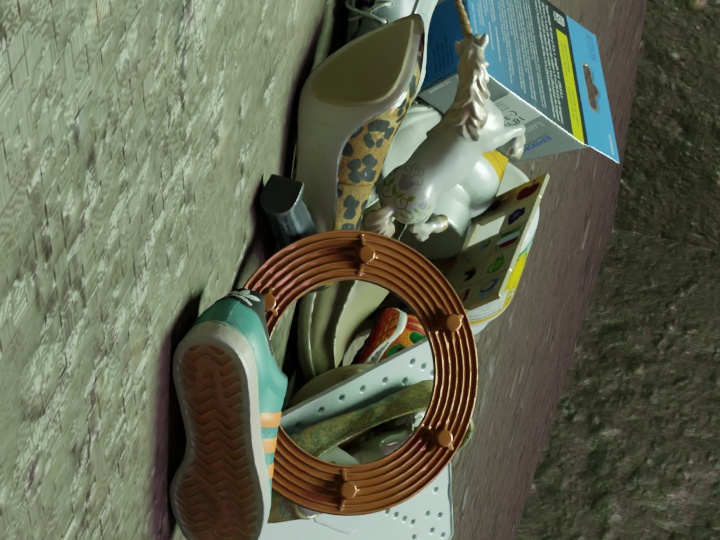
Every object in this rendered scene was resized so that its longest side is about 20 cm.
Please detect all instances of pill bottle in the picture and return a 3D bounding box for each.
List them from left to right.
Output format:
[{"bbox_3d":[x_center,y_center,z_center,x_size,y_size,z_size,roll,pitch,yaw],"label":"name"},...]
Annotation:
[{"bbox_3d":[0.075,-0.114,1.808,0.113,0.113,0.200,85,22,-59],"label":"pill bottle"},{"bbox_3d":[0.099,-0.015,1.979,0.200,0.113,0.113,101,8,-61],"label":"pill bottle"}]

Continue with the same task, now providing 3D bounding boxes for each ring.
[{"bbox_3d":[-0.004,0.071,1.463,0.019,0.200,0.201,-8,-115,66],"label":"ring"}]

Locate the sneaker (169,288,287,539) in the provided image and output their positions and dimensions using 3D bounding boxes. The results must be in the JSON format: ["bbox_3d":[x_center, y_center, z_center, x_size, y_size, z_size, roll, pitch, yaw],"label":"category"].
[{"bbox_3d":[-0.080,0.103,1.389,0.080,0.071,0.200,-56,156,-50],"label":"sneaker"}]

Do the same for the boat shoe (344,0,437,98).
[{"bbox_3d":[0.017,-0.198,1.569,0.072,0.070,0.201,45,58,-54],"label":"boat shoe"}]

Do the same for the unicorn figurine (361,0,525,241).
[{"bbox_3d":[0.067,-0.096,1.555,0.200,0.074,0.137,-61,161,1],"label":"unicorn figurine"}]

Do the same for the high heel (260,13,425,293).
[{"bbox_3d":[-0.004,-0.083,1.528,0.200,0.071,0.143,-56,156,-20],"label":"high heel"}]

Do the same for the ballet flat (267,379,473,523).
[{"bbox_3d":[0.000,0.136,1.509,0.200,0.071,0.071,-23,135,-33],"label":"ballet flat"}]

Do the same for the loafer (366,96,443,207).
[{"bbox_3d":[0.013,-0.099,1.648,0.200,0.070,0.070,-42,150,-58],"label":"loafer"}]

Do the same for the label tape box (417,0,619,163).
[{"bbox_3d":[0.122,-0.170,1.724,0.200,0.063,0.144,30,43,-42],"label":"label tape box"}]

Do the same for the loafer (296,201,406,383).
[{"bbox_3d":[0.000,0.000,1.680,0.076,0.067,0.200,59,45,-74],"label":"loafer"}]

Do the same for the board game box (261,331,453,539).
[{"bbox_3d":[-0.015,0.164,1.577,0.200,0.026,0.200,-26,128,-31],"label":"board game box"}]

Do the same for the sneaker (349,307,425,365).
[{"bbox_3d":[0.011,0.109,1.736,0.200,0.077,0.073,-49,-165,49],"label":"sneaker"}]

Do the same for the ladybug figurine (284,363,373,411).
[{"bbox_3d":[0.003,0.148,1.683,0.200,0.136,0.072,78,3,-53],"label":"ladybug figurine"}]

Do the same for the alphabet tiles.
[{"bbox_3d":[0.063,0.003,1.783,0.008,0.200,0.167,49,39,-20],"label":"alphabet tiles"}]
